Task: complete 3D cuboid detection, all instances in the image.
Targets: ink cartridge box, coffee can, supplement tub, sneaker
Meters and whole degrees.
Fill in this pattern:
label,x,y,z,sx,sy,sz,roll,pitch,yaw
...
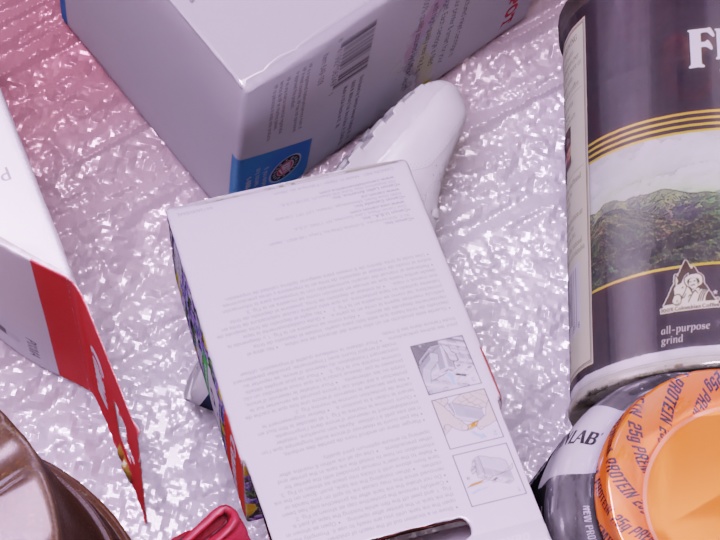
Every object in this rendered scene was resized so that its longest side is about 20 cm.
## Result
label,x,y,z,sx,sy,sz,roll,pitch,yaw
ink cartridge box,-0.024,-0.156,0.884,0.200,0.147,0.146,-36,76,-19
ink cartridge box,-0.004,0.051,0.755,0.109,0.050,0.200,-12,54,-10
coffee can,0.167,-0.028,0.857,0.146,0.146,0.200,3,69,-5
supplement tub,0.125,0.117,0.766,0.122,0.200,0.123,2,68,-5
ink cartridge box,-0.148,0.008,0.798,0.050,0.161,0.200,-19,73,-11
sneaker,0.000,0.000,0.873,0.080,0.076,0.200,34,76,-1

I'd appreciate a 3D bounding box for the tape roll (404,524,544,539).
label,x,y,z,sx,sy,sz,roll,pitch,yaw
tape roll,0.052,0.201,0.725,0.071,0.203,0.203,-13,71,-10

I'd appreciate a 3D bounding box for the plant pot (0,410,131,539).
label,x,y,z,sx,sy,sz,roll,pitch,yaw
plant pot,-0.182,0.136,0.719,0.200,0.198,0.201,1,69,-2

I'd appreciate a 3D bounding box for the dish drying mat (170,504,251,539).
label,x,y,z,sx,sy,sz,roll,pitch,yaw
dish drying mat,-0.054,0.175,0.733,0.018,0.200,0.077,31,61,36
